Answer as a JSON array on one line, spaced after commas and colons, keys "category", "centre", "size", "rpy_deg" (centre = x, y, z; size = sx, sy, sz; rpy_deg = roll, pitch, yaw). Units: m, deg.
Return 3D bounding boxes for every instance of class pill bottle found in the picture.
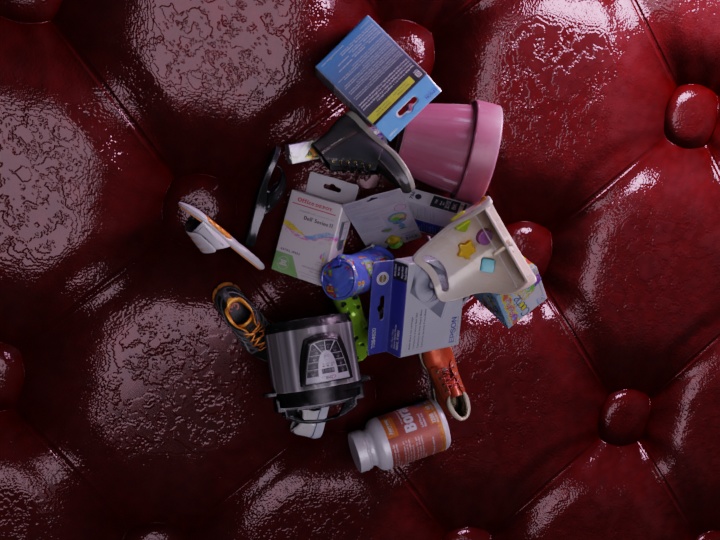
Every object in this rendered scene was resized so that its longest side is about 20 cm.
[{"category": "pill bottle", "centre": [0.080, 0.351, 1.787], "size": [0.199, 0.112, 0.113], "rpy_deg": [-16, 106, -14]}]

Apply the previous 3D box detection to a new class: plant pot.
[{"category": "plant pot", "centre": [0.163, -0.242, 1.657], "size": [0.178, 0.200, 0.201], "rpy_deg": [12, 98, -3]}]

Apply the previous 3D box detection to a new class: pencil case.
[{"category": "pencil case", "centre": [0.000, 0.000, 1.641], "size": [0.078, 0.200, 0.087], "rpy_deg": [-13, 93, 28]}]

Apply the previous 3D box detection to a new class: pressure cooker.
[{"category": "pressure cooker", "centre": [-0.085, 0.188, 1.616], "size": [0.175, 0.178, 0.202], "rpy_deg": [-10, 86, 28]}]

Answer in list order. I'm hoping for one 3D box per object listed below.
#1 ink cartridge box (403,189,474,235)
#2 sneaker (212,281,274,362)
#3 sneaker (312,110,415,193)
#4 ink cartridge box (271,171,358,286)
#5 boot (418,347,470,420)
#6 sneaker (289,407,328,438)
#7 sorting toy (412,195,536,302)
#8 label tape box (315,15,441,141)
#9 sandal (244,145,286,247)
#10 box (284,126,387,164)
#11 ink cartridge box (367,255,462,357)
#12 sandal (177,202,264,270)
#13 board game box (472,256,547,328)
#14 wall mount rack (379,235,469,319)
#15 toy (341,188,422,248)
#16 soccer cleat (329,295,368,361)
[{"category": "ink cartridge box", "centre": [0.145, -0.109, 1.684], "size": [0.199, 0.100, 0.039], "rpy_deg": [16, 62, 13]}, {"category": "sneaker", "centre": [-0.214, 0.112, 1.663], "size": [0.078, 0.077, 0.200], "rpy_deg": [-44, 112, -6]}, {"category": "sneaker", "centre": [0.006, -0.196, 1.600], "size": [0.106, 0.075, 0.200], "rpy_deg": [-41, 76, -10]}, {"category": "ink cartridge box", "centre": [-0.086, -0.083, 1.637], "size": [0.116, 0.067, 0.201], "rpy_deg": [17, 97, 19]}, {"category": "boot", "centre": [0.183, 0.220, 1.797], "size": [0.075, 0.107, 0.201], "rpy_deg": [-21, 106, -10]}, {"category": "sneaker", "centre": [-0.098, 0.248, 1.730], "size": [0.070, 0.073, 0.201], "rpy_deg": [7, 100, -22]}, {"category": "sorting toy", "centre": [0.197, -0.028, 1.583], "size": [0.179, 0.107, 0.200], "rpy_deg": [-31, 119, 7]}, {"category": "label tape box", "centre": [0.032, -0.357, 1.612], "size": [0.143, 0.066, 0.200], "rpy_deg": [-45, 90, -5]}, {"category": "sandal", "centre": [-0.175, -0.139, 1.625], "size": [0.048, 0.075, 0.202], "rpy_deg": [14, 106, -14]}, {"category": "box", "centre": [-0.047, -0.245, 1.657], "size": [0.199, 0.041, 0.039], "rpy_deg": [-14, 103, -15]}, {"category": "ink cartridge box", "centre": [0.112, 0.067, 1.652], "size": [0.199, 0.041, 0.201], "rpy_deg": [-9, 114, -28]}, {"category": "sandal", "centre": [-0.271, -0.050, 1.609], "size": [0.206, 0.079, 0.059], "rpy_deg": [41, 85, -23]}, {"category": "board game box", "centre": [0.264, 0.003, 1.711], "size": [0.103, 0.200, 0.105], "rpy_deg": [-36, 135, -7]}, {"category": "wall mount rack", "centre": [0.116, 0.036, 1.743], "size": [0.199, 0.075, 0.175], "rpy_deg": [-21, 111, 3]}, {"category": "toy", "centre": [0.043, -0.107, 1.658], "size": [0.114, 0.047, 0.200], "rpy_deg": [-16, 149, 9]}, {"category": "soccer cleat", "centre": [-0.022, 0.099, 1.729], "size": [0.067, 0.081, 0.201], "rpy_deg": [-27, 130, -17]}]
